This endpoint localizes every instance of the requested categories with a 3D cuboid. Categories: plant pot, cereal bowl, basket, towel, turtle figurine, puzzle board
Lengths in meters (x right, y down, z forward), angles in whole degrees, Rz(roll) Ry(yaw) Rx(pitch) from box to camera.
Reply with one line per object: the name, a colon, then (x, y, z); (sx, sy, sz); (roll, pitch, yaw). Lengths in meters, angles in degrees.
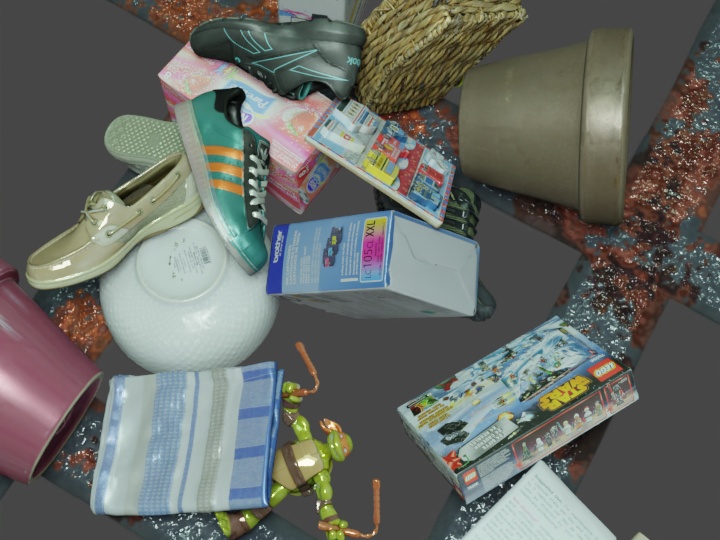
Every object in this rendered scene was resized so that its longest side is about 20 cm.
plant pot: (0.194, -0.151, 1.134); (0.171, 0.201, 0.203); (3, 65, 13)
plant pot: (-0.357, 0.104, 1.043); (0.178, 0.200, 0.202); (33, 70, -2)
cereal bowl: (-0.182, 0.005, 1.132); (0.196, 0.084, 0.203); (-1, 65, 2)
basket: (0.053, -0.278, 1.155); (0.141, 0.200, 0.151); (-15, 77, -34)
towel: (-0.171, 0.163, 1.055); (0.197, 0.024, 0.149); (-7, 61, 21)
turtle figurine: (-0.073, 0.186, 1.061); (0.159, 0.064, 0.203); (-23, 76, -1)
puzzle board: (0.027, -0.119, 1.079); (0.149, 0.200, 0.018); (33, 111, -4)

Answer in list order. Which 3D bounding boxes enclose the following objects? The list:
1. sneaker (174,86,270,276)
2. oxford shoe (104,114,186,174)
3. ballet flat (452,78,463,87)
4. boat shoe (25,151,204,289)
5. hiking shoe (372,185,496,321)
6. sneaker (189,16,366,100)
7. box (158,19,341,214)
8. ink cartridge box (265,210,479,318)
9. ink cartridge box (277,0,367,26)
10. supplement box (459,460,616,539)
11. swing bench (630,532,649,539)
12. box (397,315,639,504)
sneaker: (-0.122, -0.097, 1.087); (0.079, 0.071, 0.203); (-23, 73, 5)
oxford shoe: (-0.191, -0.121, 1.181); (0.197, 0.058, 0.076); (18, 74, 26)
ballet flat: (0.090, -0.305, 1.278); (0.066, 0.067, 0.202); (-19, 65, -25)
boat shoe: (-0.249, -0.052, 1.078); (0.198, 0.066, 0.072); (-31, 38, -19)
hiking shoe: (0.097, -0.041, 1.152); (0.100, 0.076, 0.201); (-32, 69, -9)
sneaker: (-0.091, -0.220, 1.121); (0.197, 0.075, 0.081); (7, 96, 22)
box: (-0.116, -0.170, 1.197); (0.199, 0.103, 0.095); (36, 71, 14)
ink cartridge box: (0.000, 0.000, 1.069); (0.198, 0.135, 0.078); (-6, 73, 44)
ink cartridge box: (-0.036, -0.340, 1.219); (0.083, 0.201, 0.147); (15, 67, 4)
supplement box: (0.126, 0.287, 0.993); (0.200, 0.102, 0.103); (-42, 72, -16)
swing bench: (0.199, 0.354, 0.908); (0.198, 0.201, 0.130); (-41, 72, -16)
box: (0.150, 0.130, 1.054); (0.198, 0.040, 0.137); (-28, 28, -11)
